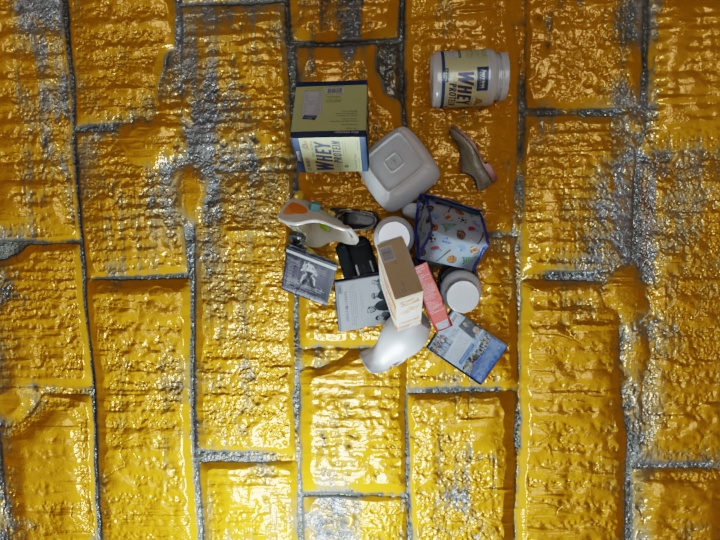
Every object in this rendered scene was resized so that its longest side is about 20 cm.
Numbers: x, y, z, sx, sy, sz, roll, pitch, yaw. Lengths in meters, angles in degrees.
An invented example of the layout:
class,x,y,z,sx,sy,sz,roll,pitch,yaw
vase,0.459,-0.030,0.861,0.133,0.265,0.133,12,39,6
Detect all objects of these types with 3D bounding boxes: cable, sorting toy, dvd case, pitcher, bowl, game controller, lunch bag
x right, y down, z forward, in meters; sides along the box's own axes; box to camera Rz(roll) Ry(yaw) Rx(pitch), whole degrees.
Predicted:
class,x,y,z,sx,sy,sz,roll,pitch,yaw
cable,-0.175,-0.076,1.432,0.096,0.201,0.051,20,68,13
sorting toy,-0.096,-0.122,1.385,0.178,0.200,0.108,22,81,18
dvd case,0.312,0.224,1.513,0.199,0.018,0.144,34,97,-1
pitcher,0.116,0.199,1.444,0.200,0.171,0.122,-48,57,21
bowl,0.099,-0.288,1.426,0.199,0.075,0.201,-36,76,7
dvd case,-0.148,0.017,1.457,0.147,0.201,0.016,21,51,2
game controller,0.000,0.000,1.481,0.103,0.042,0.203,-14,77,-12
dvd case,0.027,0.083,1.432,0.197,0.025,0.153,-9,111,-13
lunch bag,0.232,-0.118,1.345,0.168,0.202,0.125,14,132,-10

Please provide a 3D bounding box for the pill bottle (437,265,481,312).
class,x,y,z,sx,sy,sz,roll,pitch,yaw
pill bottle,0.267,0.046,1.385,0.110,0.200,0.113,1,102,5

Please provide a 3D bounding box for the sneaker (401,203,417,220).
class,x,y,z,sx,sy,sz,roll,pitch,yaw
sneaker,0.205,-0.119,1.454,0.197,0.074,0.117,12,84,1

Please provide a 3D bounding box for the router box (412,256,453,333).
class,x,y,z,sx,sy,sz,roll,pitch,yaw
router box,0.183,0.058,1.398,0.048,0.200,0.182,-23,95,4

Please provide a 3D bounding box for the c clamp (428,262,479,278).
class,x,y,z,sx,sy,sz,roll,pitch,yaw
c clamp,0.256,0.011,1.493,0.197,0.027,0.173,14,96,3

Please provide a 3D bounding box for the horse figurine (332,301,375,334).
class,x,y,z,sx,sy,sz,roll,pitch,yaw
horse figurine,0.033,0.096,1.502,0.199,0.050,0.134,-32,93,5

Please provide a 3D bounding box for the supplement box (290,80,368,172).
class,x,y,z,sx,sy,sz,roll,pitch,yaw
supplement box,-0.075,-0.386,1.381,0.197,0.135,0.202,0,61,4

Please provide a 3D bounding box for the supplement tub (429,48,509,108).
class,x,y,z,sx,sy,sz,roll,pitch,yaw
supplement tub,0.289,-0.516,1.384,0.197,0.145,0.147,-2,95,4

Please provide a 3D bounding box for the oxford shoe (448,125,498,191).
class,x,y,z,sx,sy,sz,roll,pitch,yaw
oxford shoe,0.301,-0.313,1.441,0.074,0.070,0.201,-36,91,11

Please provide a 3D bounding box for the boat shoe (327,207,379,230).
class,x,y,z,sx,sy,sz,roll,pitch,yaw
boat shoe,-0.044,-0.145,1.480,0.197,0.060,0.073,2,96,5

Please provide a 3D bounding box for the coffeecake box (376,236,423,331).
class,x,y,z,sx,sy,sz,roll,pitch,yaw
coffeecake box,0.098,0.039,1.289,0.072,0.201,0.155,-16,62,-4

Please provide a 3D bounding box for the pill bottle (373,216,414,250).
class,x,y,z,sx,sy,sz,roll,pitch,yaw
pill bottle,0.092,-0.092,1.407,0.110,0.200,0.114,0,96,4
